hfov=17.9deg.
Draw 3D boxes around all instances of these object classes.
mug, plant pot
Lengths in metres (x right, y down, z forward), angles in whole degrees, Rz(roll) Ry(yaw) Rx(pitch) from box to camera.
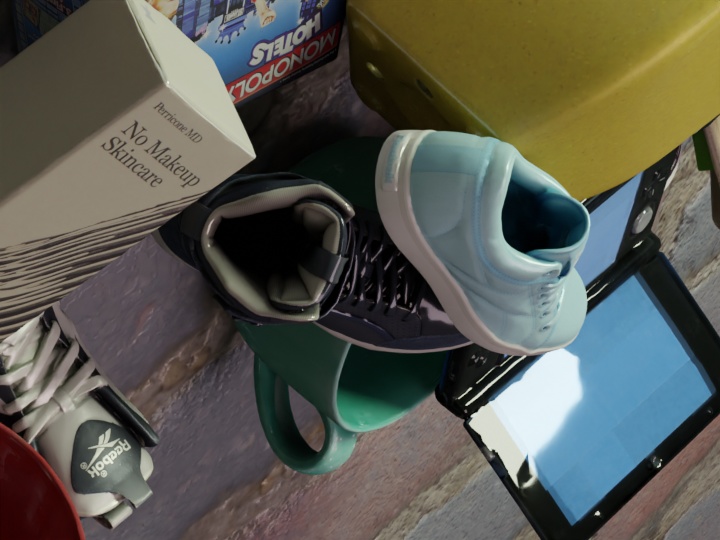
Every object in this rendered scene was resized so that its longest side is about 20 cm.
[{"bbox_3d":[-0.012,0.011,1.320,0.185,0.114,0.152,-48,153,-9],"label":"mug"},{"bbox_3d":[0.100,-0.144,1.193,0.200,0.194,0.196,-44,166,-13],"label":"plant pot"}]

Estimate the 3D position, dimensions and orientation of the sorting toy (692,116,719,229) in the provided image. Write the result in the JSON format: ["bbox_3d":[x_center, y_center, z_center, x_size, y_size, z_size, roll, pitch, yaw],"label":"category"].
[{"bbox_3d":[0.227,-0.147,1.504,0.200,0.036,0.186,66,23,-62],"label":"sorting toy"}]

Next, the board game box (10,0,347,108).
[{"bbox_3d":[-0.090,-0.122,1.099,0.200,0.062,0.200,-30,147,-39],"label":"board game box"}]

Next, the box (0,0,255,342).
[{"bbox_3d":[-0.153,-0.033,1.014,0.200,0.069,0.082,-35,144,13],"label":"box"}]

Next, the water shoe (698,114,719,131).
[{"bbox_3d":[0.250,-0.137,1.359,0.200,0.079,0.071,-53,-170,-35],"label":"water shoe"}]

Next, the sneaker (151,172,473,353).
[{"bbox_3d":[-0.001,0.001,1.153,0.202,0.146,0.077,16,90,-17],"label":"sneaker"}]

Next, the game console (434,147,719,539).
[{"bbox_3d":[0.152,0.037,1.358,0.200,0.118,0.171,-39,155,-34],"label":"game console"}]

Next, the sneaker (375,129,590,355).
[{"bbox_3d":[0.083,-0.006,1.142,0.200,0.082,0.074,37,63,-54],"label":"sneaker"}]

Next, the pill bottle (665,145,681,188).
[{"bbox_3d":[0.142,-0.104,1.430,0.112,0.112,0.200,-45,152,-14],"label":"pill bottle"}]

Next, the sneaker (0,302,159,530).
[{"bbox_3d":[-0.153,0.060,1.139,0.079,0.129,0.200,-36,149,-31],"label":"sneaker"}]

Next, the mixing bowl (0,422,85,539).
[{"bbox_3d":[-0.234,0.167,1.084,0.200,0.200,0.109,-33,158,-34],"label":"mixing bowl"}]
